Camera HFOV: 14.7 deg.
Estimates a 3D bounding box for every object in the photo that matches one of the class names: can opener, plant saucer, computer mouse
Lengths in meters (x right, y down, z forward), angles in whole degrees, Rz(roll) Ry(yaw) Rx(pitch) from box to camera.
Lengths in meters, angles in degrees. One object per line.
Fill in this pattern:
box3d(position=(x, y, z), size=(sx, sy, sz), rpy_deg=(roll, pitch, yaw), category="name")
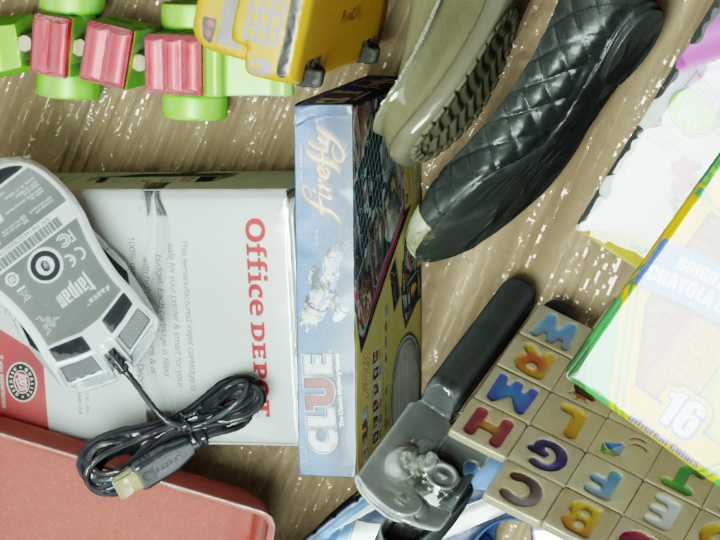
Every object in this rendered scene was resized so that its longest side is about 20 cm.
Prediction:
box3d(position=(0.054, 0.083, 1.507), size=(0.053, 0.200, 0.067), rpy_deg=(29, 131, 10), category="can opener")
box3d(position=(-0.149, 0.171, 1.613), size=(0.198, 0.037, 0.201), rpy_deg=(16, 132, 6), category="plant saucer")
box3d(position=(-0.149, 0.025, 1.533), size=(0.109, 0.044, 0.200), rpy_deg=(-35, 84, -2), category="computer mouse")

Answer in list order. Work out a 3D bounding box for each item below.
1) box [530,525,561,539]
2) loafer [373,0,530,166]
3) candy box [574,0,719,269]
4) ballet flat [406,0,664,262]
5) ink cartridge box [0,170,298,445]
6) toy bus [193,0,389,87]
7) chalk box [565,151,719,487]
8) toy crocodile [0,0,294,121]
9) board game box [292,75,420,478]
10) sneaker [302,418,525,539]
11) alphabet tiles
box3d(position=(0.200, 0.219, 1.525), size=(0.183, 0.105, 0.201), rpy_deg=(-3, 99, 16), category="box")
box3d(position=(0.055, -0.148, 1.494), size=(0.067, 0.076, 0.201), rpy_deg=(26, 75, 13), category="loafer")
box3d(position=(0.224, -0.072, 1.487), size=(0.136, 0.061, 0.201), rpy_deg=(33, 108, 8), category="candy box")
box3d(position=(0.091, -0.085, 1.532), size=(0.200, 0.066, 0.057), rpy_deg=(-51, 62, 14), category="ballet flat")
box3d(position=(-0.116, 0.019, 1.594), size=(0.199, 0.083, 0.148), rpy_deg=(1, 101, 17), category="ink cartridge box")
box3d(position=(-0.031, -0.146, 1.476), size=(0.078, 0.200, 0.065), rpy_deg=(16, 104, 12), category="toy bus")
box3d(position=(0.215, -0.003, 1.406), size=(0.124, 0.124, 0.201), rpy_deg=(34, 108, 5), category="chalk box")
box3d(position=(-0.132, -0.123, 1.583), size=(0.199, 0.062, 0.068), rpy_deg=(8, 102, 15), category="toy crocodile")
box3d(position=(0.000, 0.000, 1.528), size=(0.034, 0.135, 0.201), rpy_deg=(3, 100, 16), category="board game box")
box3d(position=(0.026, 0.156, 1.583), size=(0.200, 0.074, 0.082), rpy_deg=(-37, 91, 20), category="sneaker")
box3d(position=(0.145, 0.087, 1.472), size=(0.166, 0.200, 0.006), rpy_deg=(26, 128, 11), category="alphabet tiles")
